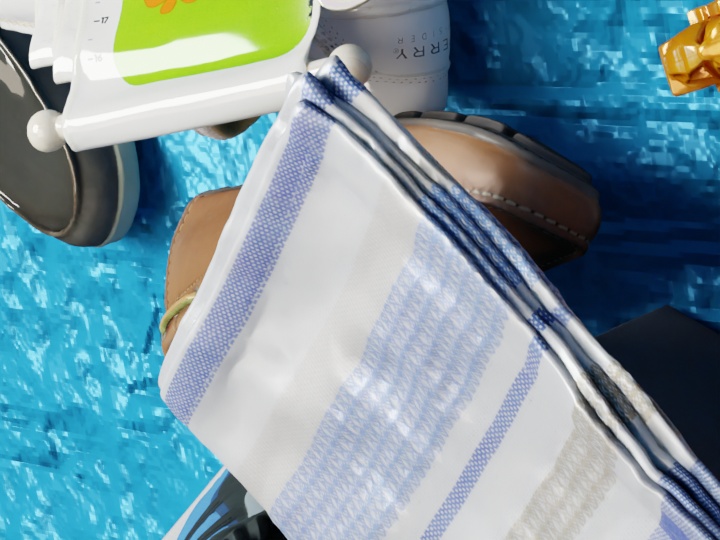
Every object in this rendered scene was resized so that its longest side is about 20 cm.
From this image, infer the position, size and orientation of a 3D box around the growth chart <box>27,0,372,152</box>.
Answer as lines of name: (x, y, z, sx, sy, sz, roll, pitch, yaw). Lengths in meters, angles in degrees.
growth chart: (-0.060, -0.133, 0.828, 0.144, 0.018, 0.201, -19, 69, 28)

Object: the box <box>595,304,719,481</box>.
box: (0.097, 0.139, 0.781, 0.148, 0.107, 0.200, 33, 128, 34)

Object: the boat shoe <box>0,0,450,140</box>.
boat shoe: (-0.053, -0.077, 0.872, 0.200, 0.071, 0.070, 9, 112, 42)

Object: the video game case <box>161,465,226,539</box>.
video game case: (-0.043, 0.170, 1.006, 0.143, 0.018, 0.200, 55, 137, 15)

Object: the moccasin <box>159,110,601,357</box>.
moccasin: (-0.001, -0.001, 0.832, 0.201, 0.074, 0.078, -10, 56, 47)

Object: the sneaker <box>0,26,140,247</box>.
sneaker: (-0.174, -0.074, 0.971, 0.200, 0.106, 0.075, 48, 135, 20)

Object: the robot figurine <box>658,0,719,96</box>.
robot figurine: (0.138, -0.033, 0.641, 0.200, 0.058, 0.145, 168, 84, -79)

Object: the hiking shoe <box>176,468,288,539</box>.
hiking shoe: (-0.030, 0.114, 0.843, 0.074, 0.200, 0.087, 35, 119, -4)

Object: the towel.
towel: (0.024, 0.056, 0.725, 0.200, 0.024, 0.147, 48, 135, 21)
